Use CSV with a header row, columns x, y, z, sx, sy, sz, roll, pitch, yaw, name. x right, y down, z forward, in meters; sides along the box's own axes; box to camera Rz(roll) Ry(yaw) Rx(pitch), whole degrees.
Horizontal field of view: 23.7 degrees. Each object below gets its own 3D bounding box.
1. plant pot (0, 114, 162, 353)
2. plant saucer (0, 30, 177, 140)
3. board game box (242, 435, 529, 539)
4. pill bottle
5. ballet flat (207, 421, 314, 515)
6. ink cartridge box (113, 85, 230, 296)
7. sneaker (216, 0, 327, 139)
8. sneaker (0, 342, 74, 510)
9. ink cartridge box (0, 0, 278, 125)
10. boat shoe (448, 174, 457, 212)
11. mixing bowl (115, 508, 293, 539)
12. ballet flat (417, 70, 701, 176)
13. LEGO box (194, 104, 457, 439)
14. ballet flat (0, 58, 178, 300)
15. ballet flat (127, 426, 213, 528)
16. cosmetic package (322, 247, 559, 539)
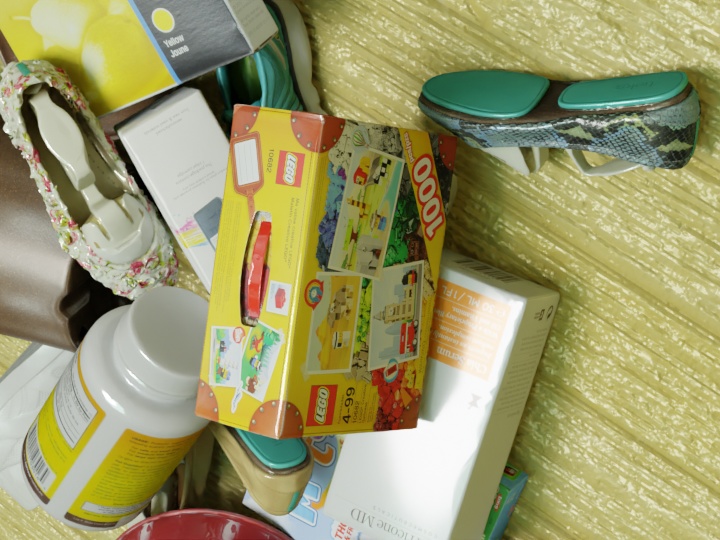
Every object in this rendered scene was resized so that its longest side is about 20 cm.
x,y,z,sx,sy,sz,roll,pitch,yaw,name
-0.271,-0.031,1.342,0.197,0.200,0.201,18,115,18,plant pot
-0.203,-0.202,1.326,0.200,0.037,0.201,12,112,30,plant saucer
0.014,0.167,1.309,0.200,0.037,0.152,31,121,22,board game box
-0.169,0.100,1.258,0.109,0.109,0.200,48,134,10,pill bottle
-0.099,0.110,1.313,0.200,0.068,0.063,-125,31,-43,ballet flat
-0.100,-0.031,1.251,0.067,0.117,0.201,-30,102,-6,ink cartridge box
-0.069,-0.102,1.245,0.077,0.080,0.201,-12,102,35,sneaker
-0.251,0.118,1.452,0.115,0.074,0.200,41,116,-8,sneaker
-0.182,-0.213,1.182,0.197,0.047,0.200,-17,112,38,ink cartridge box
0.000,0.000,1.240,0.059,0.072,0.201,38,116,27,boat shoe
-0.123,0.297,1.349,0.199,0.109,0.201,4,122,7,mixing bowl
0.129,-0.093,1.133,0.199,0.074,0.075,6,109,35,ballet flat
-0.020,0.001,1.120,0.077,0.149,0.201,11,96,38,LEGO box
-0.194,-0.058,1.211,0.200,0.076,0.064,56,170,-14,ballet flat
-0.158,0.164,1.392,0.068,0.063,0.201,15,113,30,ballet flat
0.056,0.094,1.206,0.101,0.071,0.201,21,102,24,cosmetic package
